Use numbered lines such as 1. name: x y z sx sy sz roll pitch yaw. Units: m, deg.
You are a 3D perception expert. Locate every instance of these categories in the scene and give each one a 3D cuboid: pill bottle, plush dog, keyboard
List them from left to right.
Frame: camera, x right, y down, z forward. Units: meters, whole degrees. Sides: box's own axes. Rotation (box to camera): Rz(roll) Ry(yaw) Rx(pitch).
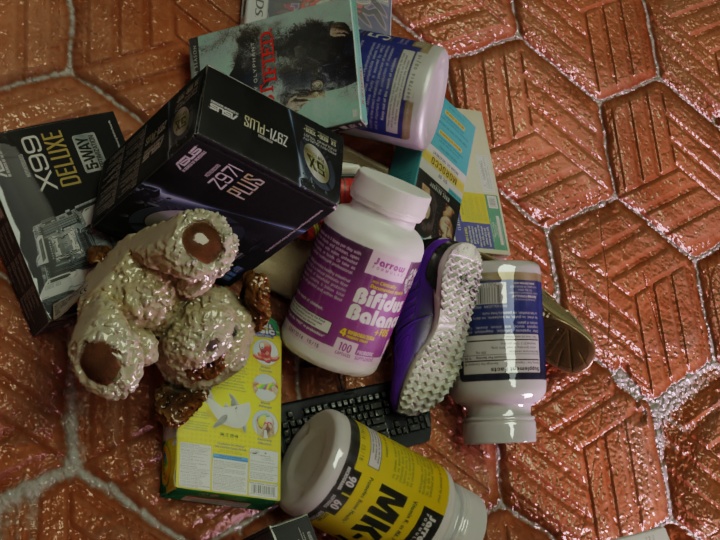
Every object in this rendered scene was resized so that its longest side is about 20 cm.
1. plush dog: -0.178 0.047 1.308 0.172 0.160 0.200 43 81 -30
2. keyboard: -0.012 0.141 1.481 0.199 0.021 0.128 -8 73 -36
3. pill bottle: -0.010 -0.212 1.542 0.199 0.120 0.120 13 55 11
4. pill bottle: 0.000 0.000 1.429 0.112 0.112 0.201 16 103 -26
5. pill bottle: 0.024 0.232 1.396 0.200 0.114 0.115 30 55 -23
6. pill bottle: 0.152 0.094 1.540 0.111 0.111 0.201 2 82 -32

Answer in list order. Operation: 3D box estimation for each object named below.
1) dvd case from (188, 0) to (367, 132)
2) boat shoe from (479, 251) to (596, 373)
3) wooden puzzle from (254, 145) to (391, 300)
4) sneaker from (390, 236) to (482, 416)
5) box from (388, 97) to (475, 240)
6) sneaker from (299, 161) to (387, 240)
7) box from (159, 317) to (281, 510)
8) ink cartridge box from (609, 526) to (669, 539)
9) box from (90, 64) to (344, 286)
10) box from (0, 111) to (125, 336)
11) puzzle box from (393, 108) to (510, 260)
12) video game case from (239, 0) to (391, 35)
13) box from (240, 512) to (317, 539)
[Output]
1. dvd case: -0.092 -0.207 1.491 0.022 0.199 0.147 27 56 -64
2. boat shoe: 0.194 0.048 1.639 0.200 0.071 0.065 40 17 -1
3. wooden puzzle: -0.066 -0.059 1.530 0.185 0.046 0.201 25 61 -20
4. sneaker: 0.065 0.057 1.508 0.069 0.099 0.201 15 94 -42
5. box: 0.078 -0.106 1.594 0.082 0.049 0.201 38 51 -34
6. sneaker: -0.041 -0.071 1.485 0.199 0.077 0.085 9 72 -17
7. box: -0.140 0.134 1.385 0.117 0.048 0.201 13 63 -26
8. ink cartridge box: 0.221 0.344 1.453 0.199 0.146 0.086 -4 69 -34
9. box: -0.139 -0.085 1.329 0.163 0.200 0.086 26 51 -30
10. box: -0.287 -0.050 1.374 0.157 0.050 0.201 -16 78 -38
11. puzzle box: 0.107 -0.109 1.675 0.133 0.025 0.201 4 66 -32
12. video game case: -0.051 -0.311 1.672 0.199 0.023 0.183 17 60 -26
13. box: -0.067 0.340 1.260 0.043 0.160 0.201 -13 76 -36
